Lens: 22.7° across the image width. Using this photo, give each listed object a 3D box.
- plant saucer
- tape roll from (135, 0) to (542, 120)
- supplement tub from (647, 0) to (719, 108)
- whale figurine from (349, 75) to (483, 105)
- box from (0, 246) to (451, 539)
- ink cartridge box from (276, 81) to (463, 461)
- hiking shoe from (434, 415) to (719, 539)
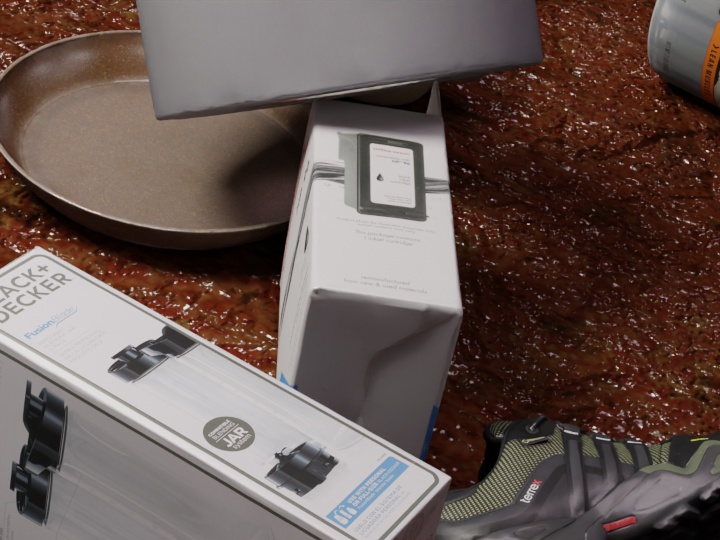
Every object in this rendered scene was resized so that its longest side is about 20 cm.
[{"bbox_3d":[-0.103,-0.069,0.978,0.200,0.032,0.200,8,34,-6],"label":"plant saucer"},{"bbox_3d":[-0.010,-0.122,0.909,0.200,0.066,0.200,-9,4,1],"label":"tape roll"},{"bbox_3d":[0.291,-0.136,1.117,0.200,0.123,0.123,30,39,25],"label":"supplement tub"},{"bbox_3d":[0.019,-0.175,1.097,0.159,0.104,0.200,32,29,22],"label":"whale figurine"},{"bbox_3d":[-0.074,0.088,0.697,0.200,0.117,0.060,26,37,20],"label":"box"},{"bbox_3d":[0.000,0.000,0.842,0.068,0.116,0.200,8,34,-6],"label":"ink cartridge box"},{"bbox_3d":[0.102,0.092,0.781,0.200,0.076,0.101,-16,47,-33],"label":"hiking shoe"}]
